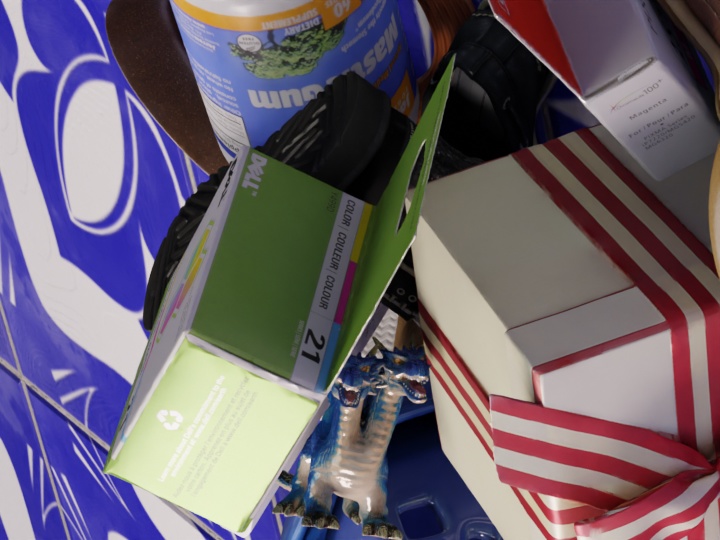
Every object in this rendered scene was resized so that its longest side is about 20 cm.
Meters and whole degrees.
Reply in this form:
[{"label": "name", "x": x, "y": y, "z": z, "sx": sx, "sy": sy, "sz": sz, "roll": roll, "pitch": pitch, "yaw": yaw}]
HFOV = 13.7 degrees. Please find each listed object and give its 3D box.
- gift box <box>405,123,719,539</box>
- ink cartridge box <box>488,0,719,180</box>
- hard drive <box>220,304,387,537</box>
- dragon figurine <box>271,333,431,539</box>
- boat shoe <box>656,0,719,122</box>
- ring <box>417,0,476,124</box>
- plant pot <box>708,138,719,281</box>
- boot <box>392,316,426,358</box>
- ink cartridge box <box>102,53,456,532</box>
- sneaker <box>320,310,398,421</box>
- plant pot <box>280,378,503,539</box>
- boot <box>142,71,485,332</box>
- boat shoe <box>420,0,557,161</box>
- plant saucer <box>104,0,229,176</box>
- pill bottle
[{"label": "gift box", "x": 0.124, "y": 0.039, "z": 1.366, "sx": 0.187, "sy": 0.184, "sz": 0.201, "roll": -125, "pitch": 16, "yaw": -50}, {"label": "ink cartridge box", "x": 0.080, "y": -0.158, "z": 1.295, "sx": 0.174, "sy": 0.043, "sz": 0.201, "roll": 39, "pitch": -153, "yaw": -56}, {"label": "hard drive", "x": -0.019, "y": 0.035, "z": 1.646, "sx": 0.025, "sy": 0.200, "sz": 0.132, "roll": 26, "pitch": 148, "yaw": 9}, {"label": "dragon figurine", "x": -0.005, "y": 0.076, "z": 1.480, "sx": 0.200, "sy": 0.058, "sz": 0.100, "roll": -178, "pitch": 98, "yaw": -82}, {"label": "boat shoe", "x": 0.173, "y": -0.120, "z": 1.289, "sx": 0.067, "sy": 0.072, "sz": 0.201, "roll": -33, "pitch": 78, "yaw": 34}, {"label": "ring", "x": -0.018, "y": -0.143, "z": 1.625, "sx": 0.200, "sy": 0.019, "sz": 0.201, "roll": 26, "pitch": 149, "yaw": 17}, {"label": "plant pot", "x": 0.226, "y": -0.004, "z": 1.205, "sx": 0.199, "sy": 0.027, "sz": 0.201, "roll": 15, "pitch": 121, "yaw": 26}, {"label": "boot", "x": 0.044, "y": 0.067, "z": 1.784, "sx": 0.200, "sy": 0.073, "sz": 0.076, "roll": 105, "pitch": 160, "yaw": -59}, {"label": "ink cartridge box", "x": -0.035, "y": -0.003, "z": 1.378, "sx": 0.075, "sy": 0.148, "sz": 0.200, "roll": 24, "pitch": 128, "yaw": -7}, {"label": "sneaker", "x": -0.020, "y": 0.017, "z": 1.848, "sx": 0.118, "sy": 0.073, "sz": 0.201, "roll": 46, "pitch": 155, "yaw": 54}, {"label": "plant pot", "x": 0.070, "y": 0.153, "z": 1.627, "sx": 0.180, "sy": 0.199, "sz": 0.200, "roll": 63, "pitch": 158, "yaw": 23}, {"label": "boot", "x": 0.000, "y": 0.002, "z": 1.528, "sx": 0.157, "sy": 0.080, "sz": 0.211, "roll": 31, "pitch": 136, "yaw": -25}, {"label": "boat shoe", "x": 0.059, "y": -0.064, "z": 1.569, "sx": 0.074, "sy": 0.066, "sz": 0.200, "roll": 37, "pitch": 149, "yaw": 11}, {"label": "plant saucer", "x": -0.059, "y": -0.097, "z": 1.719, "sx": 0.034, "sy": 0.200, "sz": 0.201, "roll": -46, "pitch": 63, "yaw": 20}, {"label": "pill bottle", "x": -0.030, "y": -0.110, "z": 1.550, "sx": 0.112, "sy": 0.112, "sz": 0.200, "roll": 46, "pitch": 162, "yaw": 39}]
